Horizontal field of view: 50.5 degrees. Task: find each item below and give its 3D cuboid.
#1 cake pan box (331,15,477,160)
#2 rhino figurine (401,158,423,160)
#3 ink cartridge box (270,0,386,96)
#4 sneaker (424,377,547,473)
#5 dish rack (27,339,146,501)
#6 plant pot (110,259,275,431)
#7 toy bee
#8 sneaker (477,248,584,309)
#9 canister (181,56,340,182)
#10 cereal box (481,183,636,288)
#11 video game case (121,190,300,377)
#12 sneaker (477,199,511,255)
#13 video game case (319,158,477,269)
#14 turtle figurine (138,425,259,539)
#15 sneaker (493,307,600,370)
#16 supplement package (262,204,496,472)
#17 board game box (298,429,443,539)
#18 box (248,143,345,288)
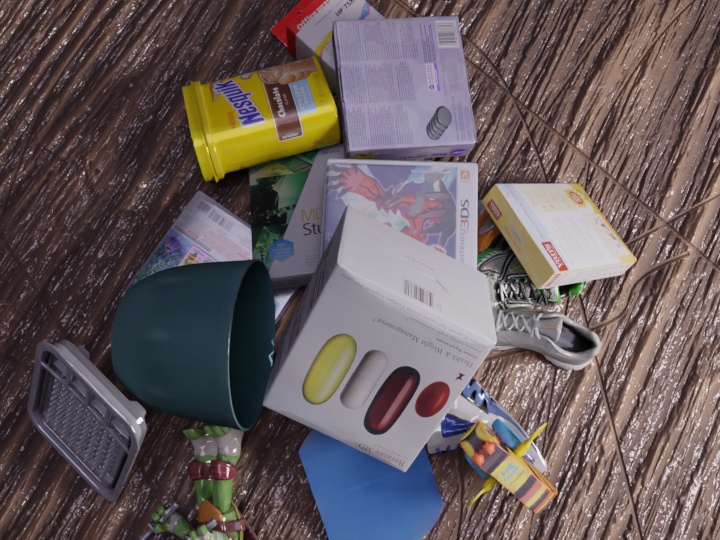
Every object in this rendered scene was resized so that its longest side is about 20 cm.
[{"bbox_3d":[0.057,-0.255,1.054,0.180,0.052,0.205,-6,80,-10],"label":"cake pan box"},{"bbox_3d":[0.062,-0.087,1.073,0.085,0.060,0.204,-9,78,-7],"label":"rhino figurine"},{"bbox_3d":[-0.030,-0.343,1.129,0.200,0.067,0.116,43,77,8],"label":"ink cartridge box"},{"bbox_3d":[0.138,0.210,0.998,0.115,0.081,0.199,-45,89,2],"label":"sneaker"},{"bbox_3d":[-0.331,0.179,0.933,0.171,0.201,0.043,41,44,8],"label":"dish rack"},{"bbox_3d":[-0.205,0.086,0.929,0.157,0.201,0.205,2,75,8],"label":"plant pot"},{"bbox_3d":[0.153,0.224,0.903,0.196,0.109,0.133,22,97,1],"label":"toy bee"},{"bbox_3d":[0.214,0.012,0.999,0.197,0.085,0.080,-13,114,-31],"label":"sneaker"},{"bbox_3d":[-0.138,-0.216,1.066,0.196,0.087,0.150,-16,52,-7],"label":"canister"},{"bbox_3d":[0.266,-0.051,1.015,0.197,0.040,0.145,-5,57,-41],"label":"cereal box"},{"bbox_3d":[-0.197,0.017,1.053,0.198,0.024,0.184,33,77,5],"label":"video game case"},{"bbox_3d":[0.157,-0.008,1.049,0.201,0.077,0.078,-50,39,-9],"label":"sneaker"},{"bbox_3d":[0.048,-0.050,0.957,0.195,0.023,0.186,2,75,4],"label":"video game case"},{"bbox_3d":[-0.211,0.289,0.921,0.195,0.144,0.198,4,71,-6],"label":"turtle figurine"},{"bbox_3d":[0.229,0.074,1.022,0.196,0.092,0.077,14,76,2],"label":"sneaker"},{"bbox_3d":[0.019,0.077,0.864,0.188,0.148,0.202,25,118,-8],"label":"supplement package"},{"bbox_3d":[0.015,0.265,0.984,0.155,0.039,0.204,-19,96,4],"label":"board game box"},{"bbox_3d":[-0.080,-0.076,1.048,0.141,0.037,0.204,-8,61,1],"label":"box"}]
